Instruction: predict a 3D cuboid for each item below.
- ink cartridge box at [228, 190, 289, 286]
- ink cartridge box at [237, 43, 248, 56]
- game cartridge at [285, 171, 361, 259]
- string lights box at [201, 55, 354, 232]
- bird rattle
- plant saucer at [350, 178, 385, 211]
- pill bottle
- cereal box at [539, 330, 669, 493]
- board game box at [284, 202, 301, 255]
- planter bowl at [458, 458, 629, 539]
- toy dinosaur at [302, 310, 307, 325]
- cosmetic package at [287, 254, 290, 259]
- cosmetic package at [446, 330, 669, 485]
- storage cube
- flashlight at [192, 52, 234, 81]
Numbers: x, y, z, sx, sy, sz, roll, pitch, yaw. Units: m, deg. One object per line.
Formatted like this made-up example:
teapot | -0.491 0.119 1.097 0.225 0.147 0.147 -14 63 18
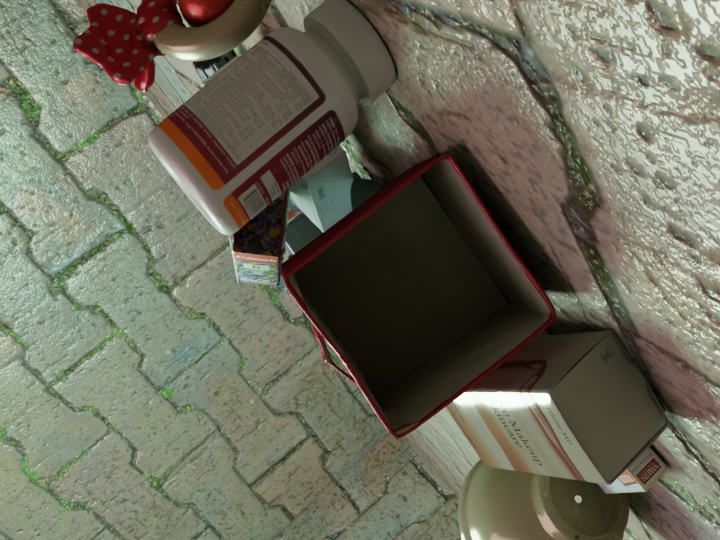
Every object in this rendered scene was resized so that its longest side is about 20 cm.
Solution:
ink cartridge box | -0.097 -0.059 0.936 0.049 0.111 0.200 6 167 -4
ink cartridge box | -0.088 -0.197 1.143 0.146 0.048 0.200 49 165 9
game cartridge | 0.000 0.000 1.136 0.201 0.129 0.038 55 169 -13
string lights box | -0.092 -0.144 1.067 0.200 0.059 0.103 44 165 27
bird rattle | -0.156 -0.247 0.838 0.161 0.202 0.113 16 155 30
plant saucer | 0.045 -0.013 1.038 0.201 0.027 0.201 57 -161 -32
pill bottle | -0.072 -0.132 0.791 0.110 0.199 0.110 48 171 10
cereal box | 0.221 0.144 0.981 0.200 0.039 0.144 49 170 9
board game box | -0.104 -0.108 1.362 0.106 0.102 0.200 56 174 7
planter bowl | 0.233 0.284 1.107 0.201 0.199 0.135 49 145 9
toy dinosaur | -0.042 0.020 1.271 0.181 0.105 0.200 42 -171 11
cosmetic package | -0.017 0.019 1.501 0.201 0.107 0.090 49 172 -5
cosmetic package | 0.167 0.123 0.855 0.104 0.087 0.200 55 157 -6
storage cube | 0.044 0.018 0.859 0.172 0.199 0.180 54 176 -6
flashlight | -0.179 -0.236 1.389 0.068 0.068 0.201 34 163 47
